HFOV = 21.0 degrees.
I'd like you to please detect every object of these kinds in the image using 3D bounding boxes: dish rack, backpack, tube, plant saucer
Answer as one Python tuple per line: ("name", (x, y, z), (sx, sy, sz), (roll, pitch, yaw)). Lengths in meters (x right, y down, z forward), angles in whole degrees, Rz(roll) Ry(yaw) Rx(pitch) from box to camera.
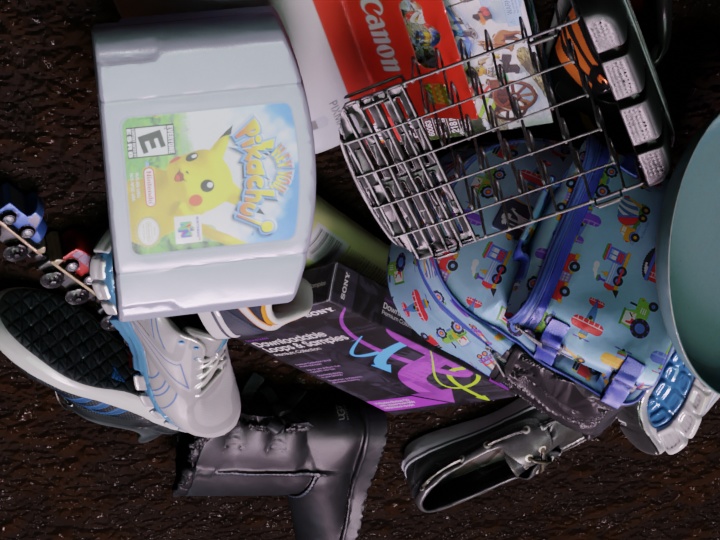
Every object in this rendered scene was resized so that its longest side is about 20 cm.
("dish rack", (0.091, -0.091, 1.226), (0.199, 0.055, 0.154), (-19, 126, 12))
("backpack", (0.127, -0.010, 1.334), (0.199, 0.183, 0.135), (30, 161, 1))
("tube", (0.000, 0.000, 1.448), (0.200, 0.058, 0.052), (36, 78, -43))
("plant saucer", (0.249, -0.017, 1.282), (0.027, 0.201, 0.200), (7, 155, 42))

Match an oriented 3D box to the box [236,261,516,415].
("box", (0.005, 0.055, 1.472), (0.199, 0.036, 0.143), (29, 153, -34))

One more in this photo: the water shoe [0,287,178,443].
("water shoe", (-0.212, 0.083, 1.474), (0.199, 0.072, 0.079), (30, 135, -32))

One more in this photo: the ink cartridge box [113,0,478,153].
("ink cartridge box", (-0.039, -0.133, 1.238), (0.199, 0.050, 0.163), (4, 143, 21))

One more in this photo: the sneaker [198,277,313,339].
("sneaker", (-0.094, -0.032, 1.297), (0.079, 0.079, 0.200), (-8, 141, 21))

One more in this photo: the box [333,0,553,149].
("box", (0.042, -0.166, 1.257), (0.136, 0.038, 0.201), (-8, 140, 12))

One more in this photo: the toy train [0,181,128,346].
("toy train", (-0.207, -0.005, 1.404), (0.046, 0.034, 0.200), (-32, 135, 18))

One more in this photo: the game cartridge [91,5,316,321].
("game cartridge", (-0.094, -0.064, 1.212), (0.132, 0.041, 0.201), (-9, 120, -12))

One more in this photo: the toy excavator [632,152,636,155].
("toy excavator", (0.293, -0.031, 1.445), (0.199, 0.100, 0.195), (-18, 138, 21))

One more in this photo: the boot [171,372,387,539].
("boot", (-0.075, 0.172, 1.600), (0.161, 0.074, 0.199), (2, 130, -18))

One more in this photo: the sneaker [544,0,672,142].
("sneaker", (0.166, -0.143, 1.285), (0.069, 0.090, 0.201), (-6, 138, -6))

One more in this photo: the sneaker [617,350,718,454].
("sneaker", (0.265, 0.044, 1.435), (0.075, 0.087, 0.200), (42, 124, 8))

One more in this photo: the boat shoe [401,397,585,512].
("boat shoe", (0.131, 0.149, 1.630), (0.199, 0.057, 0.069), (-22, 137, 13))

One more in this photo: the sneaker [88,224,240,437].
("sneaker", (-0.124, 0.055, 1.416), (0.086, 0.075, 0.201), (14, 143, 38))
